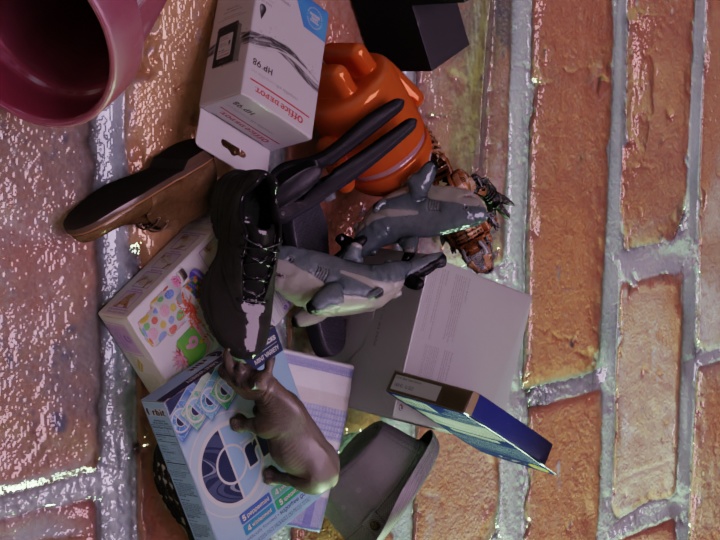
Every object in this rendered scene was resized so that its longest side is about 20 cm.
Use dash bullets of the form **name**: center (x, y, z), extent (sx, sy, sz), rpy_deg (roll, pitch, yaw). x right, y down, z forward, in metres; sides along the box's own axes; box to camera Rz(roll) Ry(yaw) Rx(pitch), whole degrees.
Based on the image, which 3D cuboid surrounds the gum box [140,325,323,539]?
- **gum box**: center (-0.127, 0.186, 1.514), extent (0.170, 0.044, 0.202), rpy_deg (-34, 114, -41)

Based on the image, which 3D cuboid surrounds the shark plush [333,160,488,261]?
- **shark plush**: center (0.043, -0.048, 1.626), extent (0.199, 0.084, 0.091), rpy_deg (-25, 157, -19)

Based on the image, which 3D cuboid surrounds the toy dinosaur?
- **toy dinosaur**: center (0.124, -0.089, 1.761), extent (0.136, 0.101, 0.202), rpy_deg (24, 61, -67)

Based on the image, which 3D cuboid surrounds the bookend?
- **bookend**: center (0.087, -0.325, 1.651), extent (0.092, 0.199, 0.200), rpy_deg (-37, 119, -35)

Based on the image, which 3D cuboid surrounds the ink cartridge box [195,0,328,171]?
- **ink cartridge box**: center (-0.103, -0.209, 1.533), extent (0.115, 0.066, 0.202), rpy_deg (29, 59, -44)

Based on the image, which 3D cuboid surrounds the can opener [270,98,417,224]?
- **can opener**: center (-0.023, -0.117, 1.571), extent (0.199, 0.079, 0.064), rpy_deg (-32, 117, -8)

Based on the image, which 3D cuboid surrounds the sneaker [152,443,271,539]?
- **sneaker**: center (-0.159, 0.250, 1.554), extent (0.088, 0.077, 0.201), rpy_deg (-35, 120, -22)

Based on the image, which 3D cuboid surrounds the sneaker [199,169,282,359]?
- **sneaker**: center (-0.117, -0.010, 1.473), extent (0.075, 0.091, 0.202), rpy_deg (0, 84, -28)

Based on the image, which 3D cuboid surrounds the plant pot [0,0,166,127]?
- **plant pot**: center (-0.267, -0.261, 1.325), extent (0.179, 0.198, 0.201), rpy_deg (-55, 131, -46)

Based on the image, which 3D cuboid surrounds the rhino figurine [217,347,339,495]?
- **rhino figurine**: center (-0.086, 0.153, 1.464), extent (0.060, 0.087, 0.201), rpy_deg (-50, 122, -35)

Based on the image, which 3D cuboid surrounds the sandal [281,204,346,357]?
- **sandal**: center (-0.065, 0.004, 1.641), extent (0.076, 0.042, 0.202), rpy_deg (-28, 110, -59)

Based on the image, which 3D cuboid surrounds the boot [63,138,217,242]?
- **boot**: center (-0.218, -0.065, 1.473), extent (0.200, 0.073, 0.076), rpy_deg (-34, 124, -41)

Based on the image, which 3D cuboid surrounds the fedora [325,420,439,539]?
- **fedora**: center (0.009, 0.254, 1.693), extent (0.090, 0.200, 0.177), rpy_deg (34, 40, -2)

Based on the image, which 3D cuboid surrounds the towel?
- **towel**: center (-0.091, 0.188, 1.626), extent (0.146, 0.024, 0.202), rpy_deg (13, 85, -20)

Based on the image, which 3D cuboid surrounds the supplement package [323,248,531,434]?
- **supplement package**: center (0.075, 0.090, 1.729), extent (0.199, 0.146, 0.193), rpy_deg (20, 82, -45)

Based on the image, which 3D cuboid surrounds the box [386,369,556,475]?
- **box**: center (0.133, 0.172, 1.612), extent (0.200, 0.121, 0.033), rpy_deg (37, 72, -42)

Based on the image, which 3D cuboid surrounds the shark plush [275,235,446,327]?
- **shark plush**: center (0.000, 0.000, 1.561), extent (0.198, 0.091, 0.084), rpy_deg (-11, 79, -5)

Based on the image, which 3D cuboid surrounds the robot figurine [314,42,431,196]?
- **robot figurine**: center (0.012, -0.170, 1.654), extent (0.201, 0.116, 0.144), rpy_deg (58, 19, -33)

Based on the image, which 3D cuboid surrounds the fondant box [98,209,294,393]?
- **fondant box**: center (-0.169, 0.037, 1.541), extent (0.200, 0.058, 0.145), rpy_deg (-49, 126, -31)
